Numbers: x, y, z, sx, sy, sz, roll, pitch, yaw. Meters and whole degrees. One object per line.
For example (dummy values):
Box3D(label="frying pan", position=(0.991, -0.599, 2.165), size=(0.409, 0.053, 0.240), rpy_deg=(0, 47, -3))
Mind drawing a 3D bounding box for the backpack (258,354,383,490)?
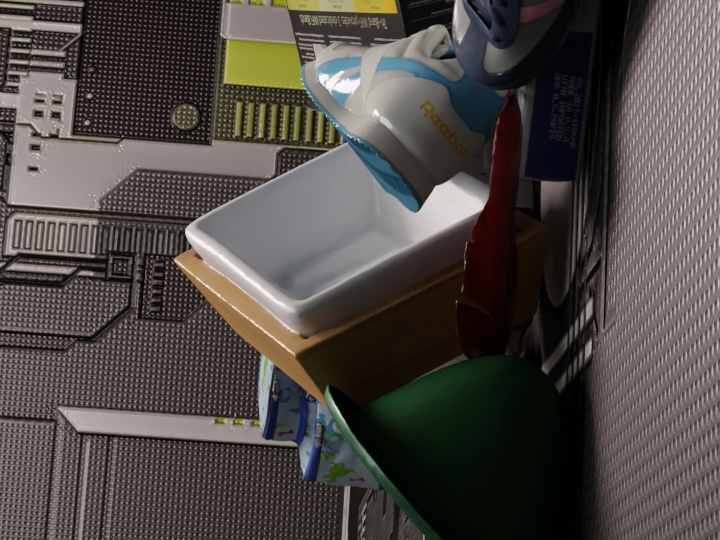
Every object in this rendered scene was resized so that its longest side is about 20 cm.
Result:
Box3D(label="backpack", position=(-0.025, 0.105, 2.195), size=(0.183, 0.146, 0.201), rpy_deg=(-86, 0, -53))

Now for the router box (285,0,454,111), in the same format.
Box3D(label="router box", position=(0.008, -0.174, 1.370), size=(0.200, 0.052, 0.158), rpy_deg=(-160, 56, -67))

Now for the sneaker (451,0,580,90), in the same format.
Box3D(label="sneaker", position=(0.067, -0.158, 1.050), size=(0.070, 0.082, 0.201), rpy_deg=(46, 140, 26))

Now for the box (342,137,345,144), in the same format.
Box3D(label="box", position=(0.013, -0.039, 2.331), size=(0.201, 0.078, 0.142), rpy_deg=(-90, 2, -50))

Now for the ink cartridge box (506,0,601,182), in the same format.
Box3D(label="ink cartridge box", position=(0.102, -0.173, 1.196), size=(0.200, 0.043, 0.197), rpy_deg=(-88, 2, -66))

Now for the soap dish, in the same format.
Box3D(label="soap dish", position=(0.000, 0.000, 1.280), size=(0.200, 0.157, 0.082), rpy_deg=(33, 147, 62))

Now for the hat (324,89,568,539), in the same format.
Box3D(label="hat", position=(0.094, 0.063, 1.145), size=(0.200, 0.176, 0.166), rpy_deg=(47, -177, -46))

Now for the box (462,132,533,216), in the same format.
Box3D(label="box", position=(0.066, -0.012, 1.452), size=(0.201, 0.060, 0.117), rpy_deg=(98, 175, -46))

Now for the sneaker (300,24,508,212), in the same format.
Box3D(label="sneaker", position=(0.025, -0.092, 1.228), size=(0.077, 0.081, 0.200), rpy_deg=(48, 180, -22))

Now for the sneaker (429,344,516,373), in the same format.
Box3D(label="sneaker", position=(0.059, 0.075, 1.347), size=(0.089, 0.075, 0.200), rpy_deg=(57, 177, -37))
